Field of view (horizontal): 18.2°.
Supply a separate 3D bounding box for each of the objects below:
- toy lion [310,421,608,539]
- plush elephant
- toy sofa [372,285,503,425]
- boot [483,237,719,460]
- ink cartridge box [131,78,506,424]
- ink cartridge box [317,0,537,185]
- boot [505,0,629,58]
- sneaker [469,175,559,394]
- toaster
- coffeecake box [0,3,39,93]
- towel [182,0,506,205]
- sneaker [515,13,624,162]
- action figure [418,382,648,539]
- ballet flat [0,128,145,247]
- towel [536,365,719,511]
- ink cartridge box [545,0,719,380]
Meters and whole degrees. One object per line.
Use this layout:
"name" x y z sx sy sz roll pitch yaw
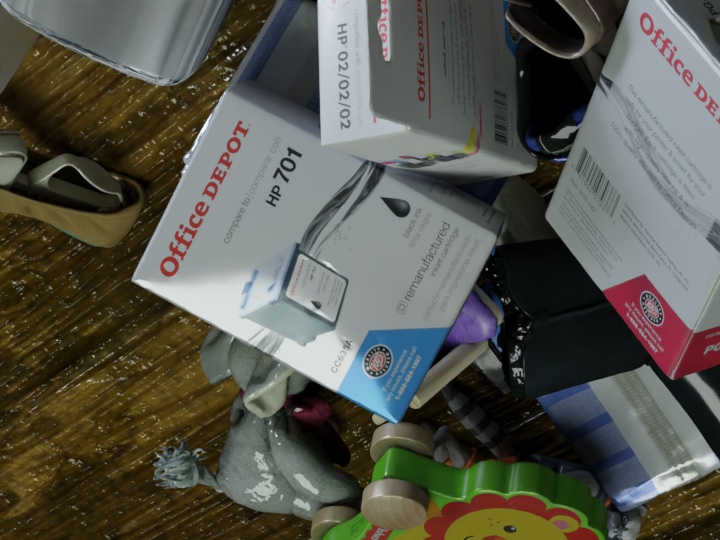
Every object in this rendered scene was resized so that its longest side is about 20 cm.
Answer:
"toy lion" 0.076 0.196 1.635 0.191 0.069 0.200 20 140 -12
"plush elephant" -0.054 0.099 1.730 0.199 0.165 0.155 8 108 -27
"toy sofa" 0.000 0.000 1.583 0.200 0.083 0.098 52 145 0
"boot" 0.180 0.063 1.515 0.167 0.076 0.201 -16 91 -5
"ink cartridge box" -0.026 -0.014 1.467 0.199 0.086 0.147 27 102 1
"ink cartridge box" 0.032 -0.127 1.392 0.068 0.116 0.200 -8 169 32
"boot" 0.145 -0.178 1.334 0.199 0.146 0.070 28 138 -4
"sneaker" 0.102 0.017 1.611 0.111 0.077 0.200 -19 130 27
"toaster" -0.148 -0.208 1.472 0.199 0.114 0.129 24 143 -3
"coffeecake box" -0.347 -0.131 1.611 0.199 0.154 0.073 -13 127 34
"towel" -0.004 -0.081 1.519 0.199 0.024 0.147 30 98 1
"sneaker" 0.152 -0.096 1.441 0.080 0.115 0.200 -15 125 37
"action figure" 0.135 0.163 1.734 0.193 0.105 0.200 24 162 -8
"ballet flat" -0.247 -0.075 1.666 0.199 0.069 0.063 19 136 -37
"towel" 0.241 0.094 1.615 0.199 0.024 0.147 -24 126 18
"ink cartridge box" 0.201 -0.061 1.308 0.145 0.083 0.200 56 146 32
